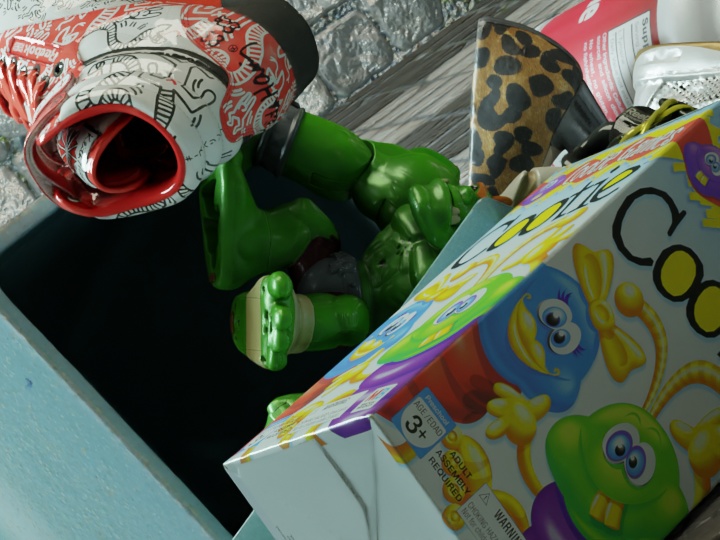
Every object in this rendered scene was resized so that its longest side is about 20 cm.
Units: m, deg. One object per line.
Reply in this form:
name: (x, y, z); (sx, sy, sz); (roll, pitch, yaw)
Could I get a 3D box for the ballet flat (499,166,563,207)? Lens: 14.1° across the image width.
ballet flat: (0.090, -0.008, 1.267); (0.067, 0.071, 0.200); (5, 11, -17)

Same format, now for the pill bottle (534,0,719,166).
pill bottle: (0.170, -0.104, 1.471); (0.112, 0.112, 0.200); (-41, 9, -36)

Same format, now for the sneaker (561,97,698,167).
sneaker: (0.145, -0.035, 1.262); (0.074, 0.085, 0.200); (-40, 8, -25)

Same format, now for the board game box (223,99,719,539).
board game box: (0.069, 0.043, 1.034); (0.200, 0.105, 0.103); (-41, 10, -33)

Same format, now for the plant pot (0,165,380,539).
plant pot: (-0.092, 0.065, 1.332); (0.196, 0.196, 0.200); (-42, -1, -42)

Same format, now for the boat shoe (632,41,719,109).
boat shoe: (0.200, -0.066, 1.312); (0.200, 0.071, 0.070); (-1, 77, 53)

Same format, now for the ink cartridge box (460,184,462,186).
ink cartridge box: (0.023, 0.006, 1.610); (0.116, 0.067, 0.200); (-36, 8, 3)

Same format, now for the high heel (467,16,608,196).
high heel: (0.039, -0.025, 1.435); (0.200, 0.143, 0.071); (-34, 8, 10)

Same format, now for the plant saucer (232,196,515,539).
plant saucer: (0.014, 0.061, 1.151); (0.070, 0.019, 0.200); (18, -67, -50)

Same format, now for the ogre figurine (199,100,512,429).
ogre figurine: (0.000, 0.000, 1.238); (0.120, 0.098, 0.200); (0, 27, -20)

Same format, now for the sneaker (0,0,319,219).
sneaker: (-0.126, -0.076, 1.238); (0.201, 0.067, 0.108); (6, 38, 33)
